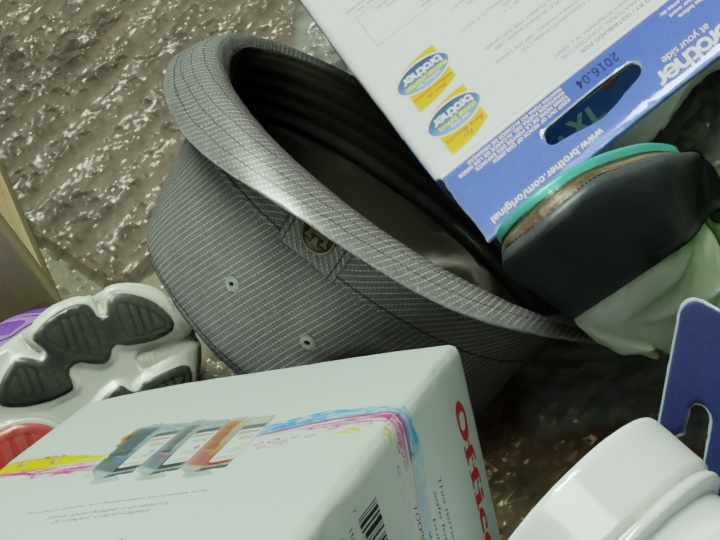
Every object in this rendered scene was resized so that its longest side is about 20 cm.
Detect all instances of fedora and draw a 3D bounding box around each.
[{"bbox_3d":[0.000,0.000,0.923,0.090,0.200,0.177,-57,2,19],"label":"fedora"}]

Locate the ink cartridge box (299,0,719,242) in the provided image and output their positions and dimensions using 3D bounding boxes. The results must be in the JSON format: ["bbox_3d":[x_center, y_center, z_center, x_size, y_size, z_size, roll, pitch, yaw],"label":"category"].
[{"bbox_3d":[0.049,-0.102,0.908,0.119,0.042,0.200,-38,49,4],"label":"ink cartridge box"}]

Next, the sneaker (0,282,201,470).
[{"bbox_3d":[-0.158,0.062,0.973,0.200,0.081,0.083,-17,6,-13],"label":"sneaker"}]

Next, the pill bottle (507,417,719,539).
[{"bbox_3d":[0.131,0.138,0.728,0.200,0.111,0.111,42,77,19],"label":"pill bottle"}]

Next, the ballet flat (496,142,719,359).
[{"bbox_3d":[0.101,-0.007,0.859,0.073,0.200,0.073,1,95,15],"label":"ballet flat"}]

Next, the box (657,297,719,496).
[{"bbox_3d":[0.178,0.090,0.761,0.200,0.121,0.032,30,44,29],"label":"box"}]

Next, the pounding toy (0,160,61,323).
[{"bbox_3d":[-0.249,-0.063,1.034,0.142,0.200,0.184,-30,48,1],"label":"pounding toy"}]

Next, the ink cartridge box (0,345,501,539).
[{"bbox_3d":[-0.042,0.125,0.777,0.144,0.146,0.200,-9,11,18],"label":"ink cartridge box"}]

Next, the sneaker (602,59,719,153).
[{"bbox_3d":[0.106,-0.111,0.954,0.200,0.100,0.078,-29,40,-18],"label":"sneaker"}]
